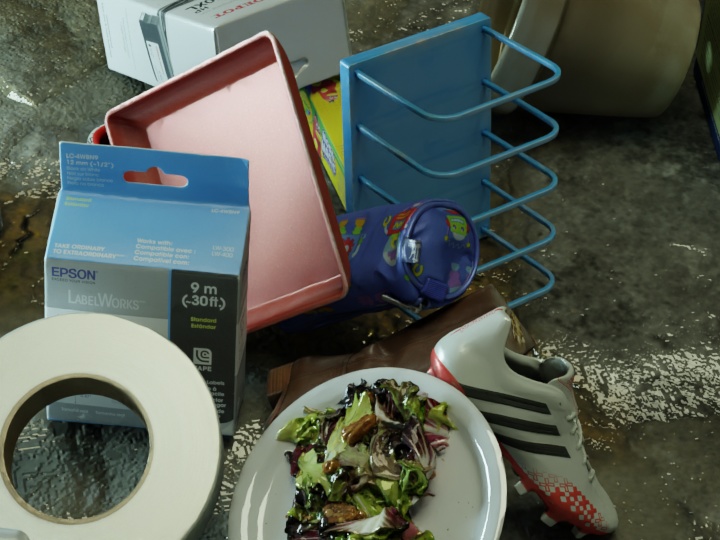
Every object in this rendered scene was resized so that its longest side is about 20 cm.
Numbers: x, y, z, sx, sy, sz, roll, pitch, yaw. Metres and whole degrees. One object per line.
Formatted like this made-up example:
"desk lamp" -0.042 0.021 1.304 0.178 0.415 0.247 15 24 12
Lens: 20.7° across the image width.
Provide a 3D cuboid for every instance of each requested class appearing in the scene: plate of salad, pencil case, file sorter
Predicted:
"plate of salad" -0.001 0.152 1.285 0.198 0.048 0.202 -12 60 20
"pencil case" 0.000 0.000 1.483 0.199 0.078 0.088 -11 56 47
"file sorter" 0.076 -0.072 1.540 0.138 0.202 0.123 -21 37 -27

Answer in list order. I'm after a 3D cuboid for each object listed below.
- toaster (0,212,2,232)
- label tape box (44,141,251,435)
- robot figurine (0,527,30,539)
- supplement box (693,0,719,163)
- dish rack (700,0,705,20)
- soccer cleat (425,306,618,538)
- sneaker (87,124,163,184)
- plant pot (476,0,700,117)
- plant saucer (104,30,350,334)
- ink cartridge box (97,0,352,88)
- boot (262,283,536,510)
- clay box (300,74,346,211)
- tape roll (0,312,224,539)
"toaster" -0.395 -0.052 1.554 0.199 0.119 0.181 25 44 23
"label tape box" -0.154 0.015 1.423 0.142 0.202 0.066 5 29 3
"robot figurine" -0.246 0.239 1.215 0.198 0.113 0.171 1 64 -2
"supplement box" 0.389 -0.204 1.737 0.133 0.201 0.201 0 39 -4
"dish rack" 0.406 -0.271 1.887 0.198 0.172 0.044 2 83 -2
"soccer cleat" 0.128 0.108 1.360 0.085 0.200 0.069 -40 22 12
"sneaker" -0.144 -0.045 1.574 0.200 0.109 0.067 29 45 27
"plant pot" 0.205 -0.221 1.774 0.172 0.201 0.201 16 38 -10
"plant saucer" -0.094 -0.055 1.477 0.199 0.202 0.037 -20 -5 42
"ink cartridge box" -0.123 -0.220 1.768 0.144 0.085 0.199 -25 31 -31
"boot" 0.032 0.096 1.400 0.198 0.065 0.187 -18 37 8
"clay box" 0.025 -0.110 1.713 0.114 0.048 0.201 -10 40 -14
"tape roll" -0.193 0.127 1.350 0.201 0.037 0.205 0 67 -1
